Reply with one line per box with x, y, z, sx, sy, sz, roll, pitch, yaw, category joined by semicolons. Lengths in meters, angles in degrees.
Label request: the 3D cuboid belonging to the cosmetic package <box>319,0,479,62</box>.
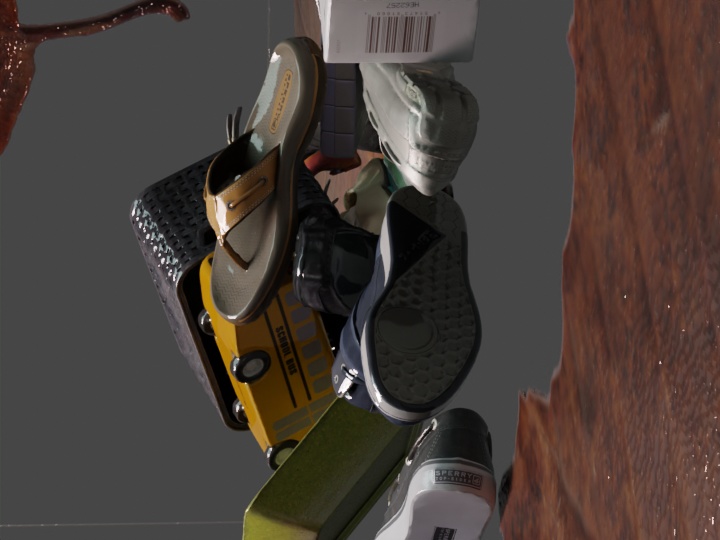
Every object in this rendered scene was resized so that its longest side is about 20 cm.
0.020;-0.226;1.526;0.074;0.101;0.201;96;171;-48;cosmetic package

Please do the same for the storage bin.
-0.080;0.009;1.774;0.094;0.134;0.201;54;167;40;storage bin

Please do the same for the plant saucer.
-0.011;0.152;1.762;0.200;0.048;0.200;-50;-12;-22;plant saucer

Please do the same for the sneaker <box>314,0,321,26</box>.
0.011;-0.225;1.811;0.074;0.088;0.201;-64;-37;-35;sneaker

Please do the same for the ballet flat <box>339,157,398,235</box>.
0.013;-0.035;1.785;0.200;0.069;0.070;-97;7;-76;ballet flat

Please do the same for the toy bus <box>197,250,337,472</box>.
-0.063;0.064;1.717;0.065;0.078;0.201;52;166;41;toy bus

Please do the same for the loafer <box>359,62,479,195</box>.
0.031;-0.105;1.539;0.200;0.069;0.070;-109;33;-70;loafer

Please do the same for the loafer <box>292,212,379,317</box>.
0.000;0.000;1.636;0.200;0.070;0.069;30;-113;-75;loafer

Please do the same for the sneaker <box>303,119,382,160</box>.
-0.011;-0.120;1.889;0.200;0.103;0.061;97;-174;-76;sneaker

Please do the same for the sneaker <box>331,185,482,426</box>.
0.026;0.063;1.515;0.203;0.076;0.147;-81;7;-51;sneaker

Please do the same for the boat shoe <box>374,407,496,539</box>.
0.049;0.147;1.451;0.200;0.068;0.057;111;166;-62;boat shoe

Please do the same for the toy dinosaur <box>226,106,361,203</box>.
-0.057;-0.026;1.866;0.181;0.104;0.202;143;128;-60;toy dinosaur

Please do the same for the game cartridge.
-0.003;-0.180;1.680;0.200;0.038;0.131;-73;-9;-58;game cartridge

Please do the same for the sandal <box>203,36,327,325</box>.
-0.074;-0.064;1.597;0.082;0.054;0.202;32;109;54;sandal

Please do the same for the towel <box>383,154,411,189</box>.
0.045;-0.155;1.699;0.149;0.030;0.202;-112;25;-71;towel
